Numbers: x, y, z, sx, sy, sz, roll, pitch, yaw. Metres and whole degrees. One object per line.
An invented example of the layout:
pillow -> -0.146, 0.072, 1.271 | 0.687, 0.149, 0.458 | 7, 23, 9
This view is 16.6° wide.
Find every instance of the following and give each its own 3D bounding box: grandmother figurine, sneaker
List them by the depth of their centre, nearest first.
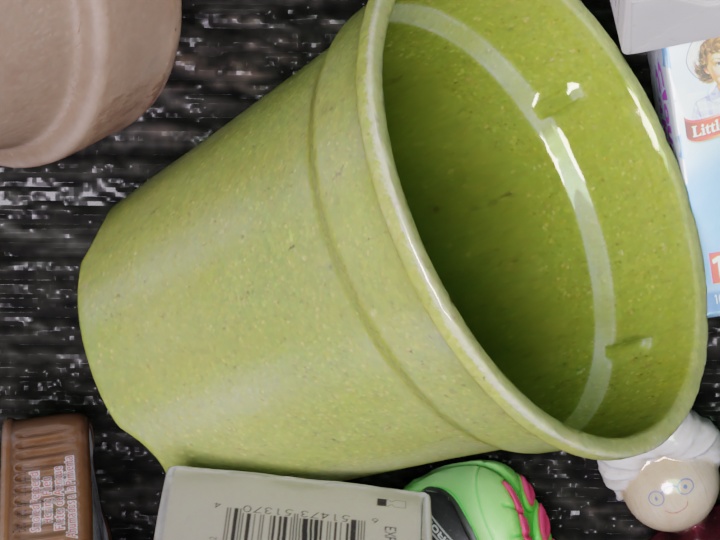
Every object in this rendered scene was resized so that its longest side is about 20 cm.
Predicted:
grandmother figurine -> 0.157, 0.142, 1.020 | 0.121, 0.061, 0.201 | -28, 98, -5
sneaker -> 0.049, 0.178, 1.025 | 0.083, 0.077, 0.201 | -10, 93, 19

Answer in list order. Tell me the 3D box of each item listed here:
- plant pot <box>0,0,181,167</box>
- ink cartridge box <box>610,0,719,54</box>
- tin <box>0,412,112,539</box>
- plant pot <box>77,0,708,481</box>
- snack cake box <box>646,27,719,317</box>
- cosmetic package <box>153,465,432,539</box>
plant pot -> -0.192, -0.104, 0.898 | 0.174, 0.200, 0.201 | -35, 96, -36
ink cartridge box -> 0.137, -0.196, 0.958 | 0.116, 0.067, 0.201 | -10, 70, 1
tin -> -0.114, 0.132, 0.953 | 0.042, 0.200, 0.112 | -11, 119, -1
plant pot -> 0.000, 0.000, 0.933 | 0.184, 0.200, 0.201 | -23, 96, 35
snack cake box -> 0.222, -0.055, 0.993 | 0.199, 0.067, 0.116 | -9, 97, 2
cosmetic package -> -0.033, 0.182, 0.912 | 0.103, 0.087, 0.201 | 5, 118, 0
